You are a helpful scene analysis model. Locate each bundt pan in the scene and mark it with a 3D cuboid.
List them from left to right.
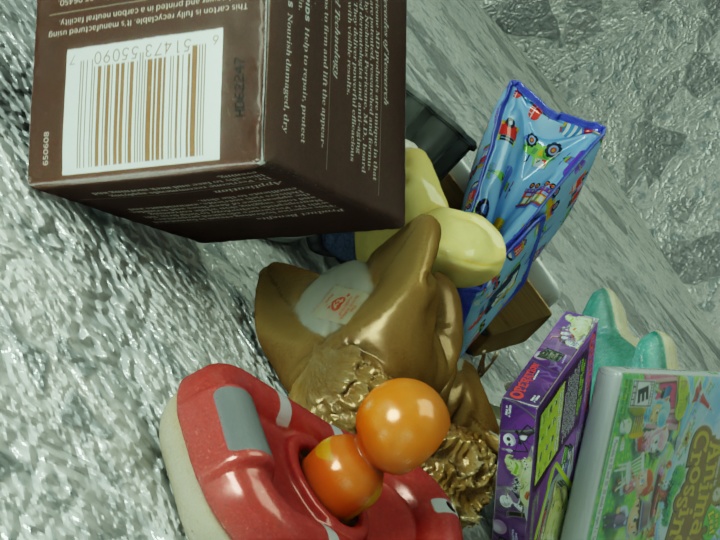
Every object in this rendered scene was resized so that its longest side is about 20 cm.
[{"bbox_3d":[-0.003,-0.131,1.284,0.201,0.076,0.202,36,1,0],"label":"bundt pan"}]

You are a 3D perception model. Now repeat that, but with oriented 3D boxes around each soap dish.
[{"bbox_3d":[0.092,-0.016,1.429,0.201,0.081,0.157,54,-10,7],"label":"soap dish"}]

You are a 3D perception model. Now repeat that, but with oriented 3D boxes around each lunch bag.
[{"bbox_3d":[0.107,-0.026,1.262,0.093,0.201,0.151,27,-22,7],"label":"lunch bag"}]

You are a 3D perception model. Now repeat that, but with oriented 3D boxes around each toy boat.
[{"bbox_3d":[-0.005,0.109,0.834,0.200,0.130,0.131,36,21,-44],"label":"toy boat"}]

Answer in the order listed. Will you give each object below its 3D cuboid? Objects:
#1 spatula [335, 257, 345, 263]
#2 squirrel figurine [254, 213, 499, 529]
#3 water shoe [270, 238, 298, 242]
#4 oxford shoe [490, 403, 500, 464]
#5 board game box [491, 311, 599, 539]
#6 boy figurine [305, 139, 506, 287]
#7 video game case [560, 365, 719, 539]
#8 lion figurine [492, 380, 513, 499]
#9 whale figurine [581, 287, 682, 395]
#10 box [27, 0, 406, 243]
[{"bbox_3d":[0.000,0.000,1.246,0.021,0.056,0.200,63,-7,-31],"label":"spatula"},{"bbox_3d":[0.029,0.095,1.031,0.187,0.140,0.201,54,25,-35],"label":"squirrel figurine"},{"bbox_3d":[-0.074,-0.080,1.168,0.200,0.079,0.072,26,29,-58],"label":"water shoe"},{"bbox_3d":[0.132,0.139,1.279,0.200,0.075,0.071,49,16,-10],"label":"oxford shoe"},{"bbox_3d":[0.118,0.142,1.007,0.032,0.202,0.120,16,31,26],"label":"board game box"},{"bbox_3d":[0.033,-0.034,1.149,0.064,0.126,0.199,9,3,-34],"label":"boy figurine"},{"bbox_3d":[0.207,0.169,1.088,0.181,0.202,0.022,6,8,-45],"label":"video game case"},{"bbox_3d":[0.138,0.172,1.142,0.201,0.072,0.123,71,-5,-57],"label":"lion figurine"},{"bbox_3d":[0.201,0.108,1.220,0.103,0.160,0.201,-5,47,-17],"label":"whale figurine"},{"bbox_3d":[-0.082,-0.118,0.959,0.200,0.164,0.166,19,69,-64],"label":"box"}]
